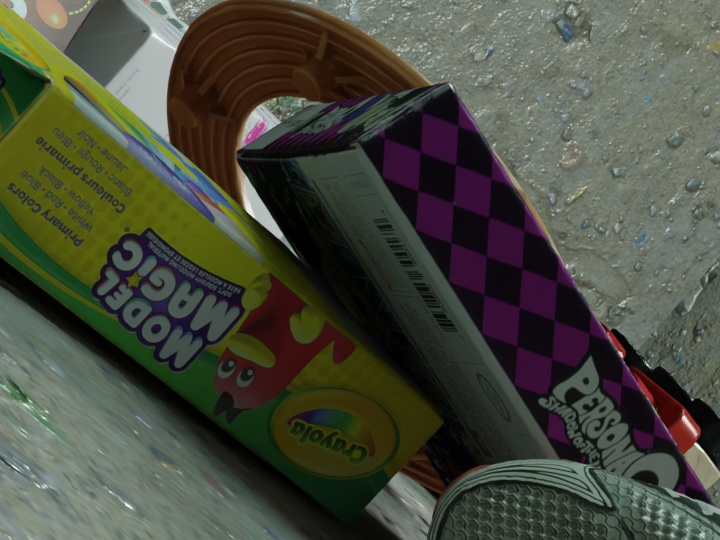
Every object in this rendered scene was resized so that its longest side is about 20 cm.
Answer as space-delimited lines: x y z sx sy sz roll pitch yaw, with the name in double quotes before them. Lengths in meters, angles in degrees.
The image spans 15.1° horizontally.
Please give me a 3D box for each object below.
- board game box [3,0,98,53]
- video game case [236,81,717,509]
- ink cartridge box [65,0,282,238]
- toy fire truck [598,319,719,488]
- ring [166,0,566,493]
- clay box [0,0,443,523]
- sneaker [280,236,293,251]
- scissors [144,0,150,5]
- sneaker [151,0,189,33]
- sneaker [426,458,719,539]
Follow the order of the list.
"board game box" -0.122 -0.129 0.897 0.103 0.019 0.200 43 38 -17
"video game case" 0.044 0.040 0.780 0.200 0.036 0.181 57 -10 -7
"ink cartridge box" -0.089 -0.065 1.085 0.115 0.068 0.200 44 3 30
"toy fire truck" 0.114 0.064 1.696 0.200 0.129 0.176 52 -4 -31
"ring" 0.000 0.000 0.910 0.200 0.019 0.201 35 -33 27
"clay box" -0.072 -0.019 0.746 0.200 0.048 0.115 40 3 -39
"sneaker" -0.029 -0.025 1.265 0.081 0.075 0.200 41 1 -7
"scissors" -0.114 -0.122 1.300 0.073 0.014 0.200 5 44 -22
"sneaker" -0.144 -0.114 1.342 0.115 0.075 0.200 10 35 -32
"sneaker" 0.076 0.101 0.592 0.082 0.078 0.200 37 4 -46
